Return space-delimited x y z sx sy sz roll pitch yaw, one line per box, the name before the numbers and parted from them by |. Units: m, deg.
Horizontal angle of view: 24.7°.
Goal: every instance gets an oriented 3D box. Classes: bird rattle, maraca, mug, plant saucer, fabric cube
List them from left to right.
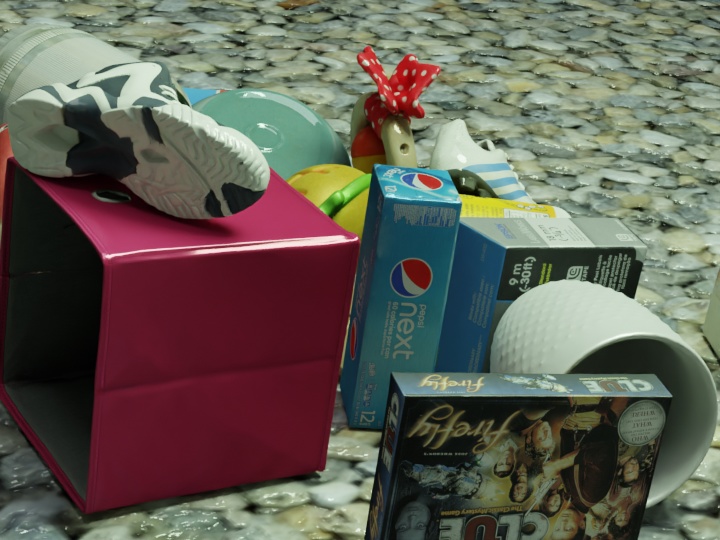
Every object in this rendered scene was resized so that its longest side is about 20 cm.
fabric cube | -0.142 0.033 1.213 0.197 0.202 0.196 -6 27 -30
plant saucer | -0.101 -0.126 1.696 0.198 0.036 0.201 9 46 -9
maraca | -0.041 -0.036 1.485 0.107 0.137 0.200 44 14 3
bird rattle | 0.022 -0.122 1.649 0.112 0.202 0.163 -21 6 -21
mug | 0.152 0.096 1.279 0.198 0.149 0.175 -27 24 -4

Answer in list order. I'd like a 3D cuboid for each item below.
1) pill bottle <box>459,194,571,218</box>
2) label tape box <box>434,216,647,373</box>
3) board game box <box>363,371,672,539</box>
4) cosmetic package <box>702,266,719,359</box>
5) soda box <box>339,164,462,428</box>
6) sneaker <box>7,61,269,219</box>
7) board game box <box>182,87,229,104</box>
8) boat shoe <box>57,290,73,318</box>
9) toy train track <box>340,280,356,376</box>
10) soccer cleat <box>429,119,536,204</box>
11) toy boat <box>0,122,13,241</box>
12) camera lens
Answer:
pill bottle | 0.134 -0.008 1.513 0.197 0.114 0.113 7 24 -4
label tape box | 0.128 0.032 1.384 0.198 0.146 0.063 -1 27 -20
board game box | 0.109 0.139 1.150 0.198 0.137 0.035 1 25 -16
cosmetic package | 0.388 0.067 1.470 0.102 0.088 0.200 6 24 -10
soda box | 0.030 0.023 1.296 0.063 0.202 0.068 5 24 -10
sneaker | -0.137 -0.103 1.172 0.197 0.080 0.130 7 28 23
board game box | -0.161 -0.147 1.801 0.151 0.041 0.200 2 25 -16
boat shoe | -0.267 0.012 1.377 0.075 0.073 0.200 -8 16 -12
toy train track | 0.000 0.000 1.423 0.032 0.115 0.202 -6 53 36
soccer cleat | 0.138 -0.075 1.597 0.069 0.087 0.200 -16 -36 33
toy boat | -0.355 -0.063 1.348 0.199 0.131 0.131 -31 24 -4
camera lens | -0.269 -0.143 1.604 0.159 0.162 0.199 -14 33 -42
